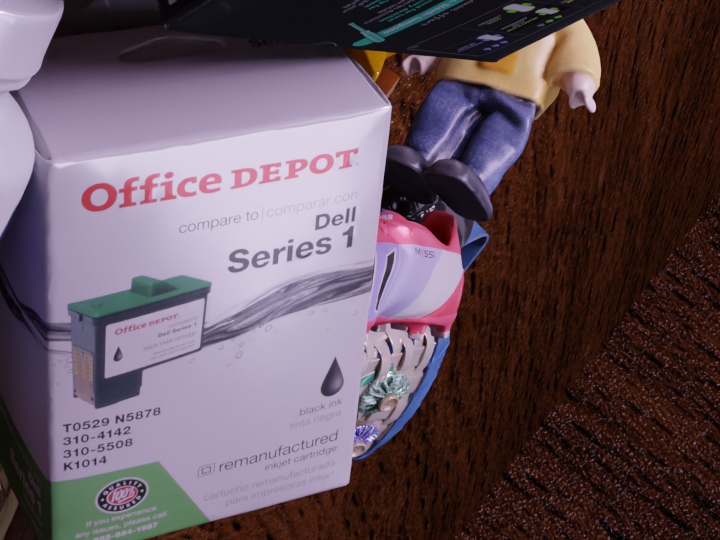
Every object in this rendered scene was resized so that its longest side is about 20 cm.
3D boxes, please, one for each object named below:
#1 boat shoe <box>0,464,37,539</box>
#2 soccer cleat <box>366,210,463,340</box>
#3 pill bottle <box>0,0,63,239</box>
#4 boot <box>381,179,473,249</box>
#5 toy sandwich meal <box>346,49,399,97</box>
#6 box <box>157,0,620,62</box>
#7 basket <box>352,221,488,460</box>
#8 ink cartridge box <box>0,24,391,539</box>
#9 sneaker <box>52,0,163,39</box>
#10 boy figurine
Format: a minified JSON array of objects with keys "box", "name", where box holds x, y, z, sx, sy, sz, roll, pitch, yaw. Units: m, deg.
[{"box":[-0.151,0.121,0.832,0.072,0.067,0.201,-80,-172,-56],"name":"boat shoe"},{"box":[0.000,0.000,0.931,0.200,0.066,0.077,3,93,-60],"name":"soccer cleat"},{"box":[-0.180,-0.022,0.576,0.201,0.111,0.111,-60,164,19],"name":"pill bottle"},{"box":[-0.045,-0.009,1.055,0.199,0.138,0.078,-21,110,-26],"name":"boot"},{"box":[-0.017,-0.085,0.945,0.205,0.070,0.205,-51,175,-6],"name":"toy sandwich meal"},{"box":[0.020,-0.170,0.617,0.124,0.149,0.199,-23,168,39],"name":"box"},{"box":[-0.007,0.050,1.183,0.200,0.139,0.177,-30,158,-47],"name":"basket"},{"box":[-0.075,0.006,0.695,0.145,0.084,0.201,-12,129,-24],"name":"ink cartridge box"},{"box":[-0.095,-0.112,0.718,0.200,0.076,0.081,-43,-149,14],"name":"sneaker"},{"box":[0.090,-0.127,0.999,0.201,0.124,0.064,-61,151,-14],"name":"boy figurine"}]
